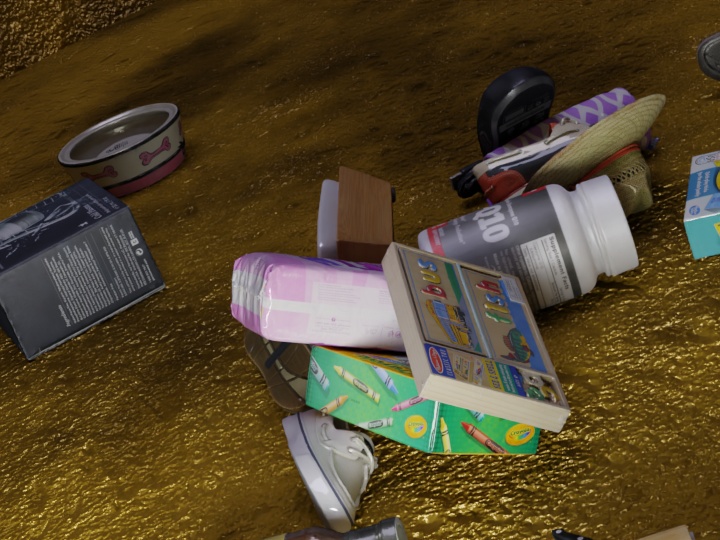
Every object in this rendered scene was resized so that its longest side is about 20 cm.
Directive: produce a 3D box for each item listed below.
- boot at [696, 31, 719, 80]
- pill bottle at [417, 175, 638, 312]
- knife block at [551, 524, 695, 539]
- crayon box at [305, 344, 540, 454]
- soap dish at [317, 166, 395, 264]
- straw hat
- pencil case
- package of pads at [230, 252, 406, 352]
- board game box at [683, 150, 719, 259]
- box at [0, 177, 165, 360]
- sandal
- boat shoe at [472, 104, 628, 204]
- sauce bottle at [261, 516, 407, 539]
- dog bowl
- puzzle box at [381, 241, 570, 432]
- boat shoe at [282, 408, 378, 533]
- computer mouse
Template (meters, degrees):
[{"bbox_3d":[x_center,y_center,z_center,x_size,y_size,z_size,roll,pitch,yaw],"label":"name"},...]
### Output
[{"bbox_3d":[0.491,-0.293,2.030,0.198,0.074,0.151,-17,24,2],"label":"boot"},{"bbox_3d":[0.166,-0.017,1.654,0.198,0.115,0.114,-20,23,4],"label":"pill bottle"},{"bbox_3d":[0.159,0.249,1.136,0.174,0.064,0.200,-20,23,5],"label":"knife block"},{"bbox_3d":[0.053,0.112,1.472,0.118,0.059,0.199,5,6,-35],"label":"crayon box"},{"bbox_3d":[0.000,0.000,1.727,0.080,0.159,0.200,-3,24,1],"label":"soap dish"},{"bbox_3d":[0.265,-0.091,1.757,0.200,0.085,0.201,-31,-13,-8],"label":"straw hat"},{"bbox_3d":[0.236,-0.136,1.905,0.199,0.084,0.086,-25,-15,-13],"label":"pencil case"},{"bbox_3d":[-0.013,0.030,1.538,0.198,0.077,0.120,6,7,-19],"label":"package of pads"},{"bbox_3d":[0.427,-0.085,1.660,0.198,0.047,0.151,-13,24,21],"label":"board game box"},{"bbox_3d":[-0.381,-0.006,2.113,0.196,0.125,0.200,-31,24,-16],"label":"box"},{"bbox_3d":[-0.069,0.084,1.718,0.080,0.054,0.201,-45,36,14],"label":"sandal"},{"bbox_3d":[0.218,-0.132,1.824,0.199,0.063,0.071,-31,-15,-8],"label":"boat shoe"},{"bbox_3d":[-0.058,0.244,1.339,0.198,0.065,0.065,-17,23,12],"label":"sauce bottle"},{"bbox_3d":[-0.354,-0.177,2.528,0.198,0.074,0.201,-18,24,8],"label":"dog bowl"},{"bbox_3d":[0.095,0.053,1.426,0.132,0.026,0.201,15,30,-19],"label":"puzzle box"},{"bbox_3d":[-0.020,0.168,1.475,0.069,0.071,0.200,-25,16,-2],"label":"boat shoe"},{"bbox_3d":[0.167,-0.172,1.914,0.138,0.201,0.053,-25,65,-17],"label":"computer mouse"}]
